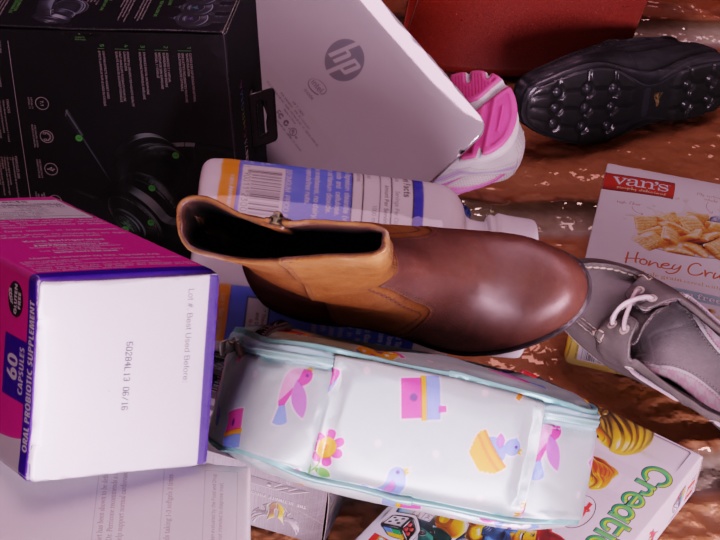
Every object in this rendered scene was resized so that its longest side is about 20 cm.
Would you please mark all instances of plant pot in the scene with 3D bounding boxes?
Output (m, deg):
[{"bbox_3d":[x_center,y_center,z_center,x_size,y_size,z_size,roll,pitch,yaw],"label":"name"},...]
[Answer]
[{"bbox_3d":[0.145,-0.265,1.601,0.175,0.201,0.200,17,36,-4],"label":"plant pot"}]

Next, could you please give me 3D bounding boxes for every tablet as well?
[{"bbox_3d":[-0.024,-0.124,1.341,0.200,0.130,0.014,50,12,13],"label":"tablet"}]

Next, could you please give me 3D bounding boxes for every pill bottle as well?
[{"bbox_3d":[0.000,0.000,1.183,0.198,0.113,0.112,7,36,-4],"label":"pill bottle"}]

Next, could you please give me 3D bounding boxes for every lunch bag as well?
[{"bbox_3d":[0.016,0.077,1.070,0.198,0.078,0.160,13,1,-10],"label":"lunch bag"}]

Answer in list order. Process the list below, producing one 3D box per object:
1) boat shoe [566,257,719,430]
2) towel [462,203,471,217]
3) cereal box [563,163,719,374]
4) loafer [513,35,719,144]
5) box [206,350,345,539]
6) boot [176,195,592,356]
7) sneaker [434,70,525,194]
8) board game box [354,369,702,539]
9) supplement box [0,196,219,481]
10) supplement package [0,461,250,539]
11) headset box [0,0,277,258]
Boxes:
[{"bbox_3d":[0.201,0.049,1.237,0.199,0.057,0.067,37,76,15],"label":"boat shoe"},{"bbox_3d":[-0.030,-0.026,1.371,0.198,0.024,0.145,12,35,7],"label":"towel"},{"bbox_3d":[0.220,0.005,1.359,0.143,0.040,0.201,11,37,7],"label":"cereal box"},{"bbox_3d":[0.191,-0.141,1.535,0.199,0.069,0.070,-11,32,-32],"label":"loafer"},{"bbox_3d":[-0.090,0.070,1.206,0.198,0.049,0.159,14,37,9],"label":"box"},{"bbox_3d":[0.020,-0.009,1.013,0.187,0.069,0.200,11,-8,10],"label":"boot"},{"bbox_3d":[0.026,-0.083,1.393,0.198,0.088,0.082,4,69,27],"label":"sneaker"},{"bbox_3d":[0.097,0.141,1.154,0.126,0.035,0.200,25,39,22],"label":"board game box"},{"bbox_3d":[-0.166,0.029,1.055,0.103,0.102,0.200,-2,13,-32],"label":"supplement box"},{"bbox_3d":[-0.156,0.170,0.997,0.198,0.118,0.117,4,35,-5],"label":"supplement package"},{"bbox_3d":[-0.153,-0.098,1.293,0.198,0.175,0.093,2,33,9],"label":"headset box"}]
